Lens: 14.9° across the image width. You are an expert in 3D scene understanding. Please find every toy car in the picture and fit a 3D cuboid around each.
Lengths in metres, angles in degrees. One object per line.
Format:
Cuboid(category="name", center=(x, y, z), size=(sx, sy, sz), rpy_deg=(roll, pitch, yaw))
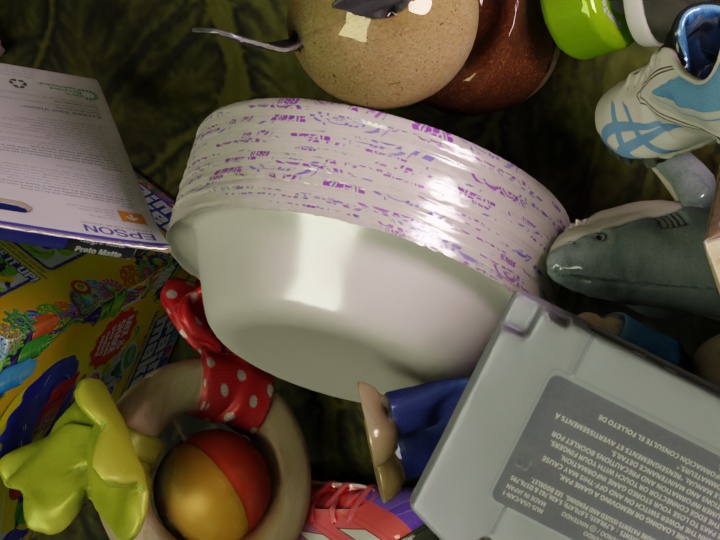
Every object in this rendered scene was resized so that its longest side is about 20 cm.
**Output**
Cuboid(category="toy car", center=(0.011, -0.142, 1.328), size=(0.164, 0.200, 0.158), rpy_deg=(-14, 94, 36))

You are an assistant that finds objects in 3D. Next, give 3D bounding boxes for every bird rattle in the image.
Cuboid(category="bird rattle", center=(-0.092, 0.095, 1.504), size=(0.112, 0.200, 0.163), rpy_deg=(-12, 111, 48))

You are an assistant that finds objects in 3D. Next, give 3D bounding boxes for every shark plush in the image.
Cuboid(category="shark plush", center=(0.192, 0.018, 1.344), size=(0.199, 0.083, 0.091), rpy_deg=(28, 115, 9))

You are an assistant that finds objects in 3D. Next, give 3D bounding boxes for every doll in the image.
Cuboid(category="doll", center=(0.101, 0.064, 1.345), size=(0.137, 0.199, 0.049), rpy_deg=(79, 178, -59))

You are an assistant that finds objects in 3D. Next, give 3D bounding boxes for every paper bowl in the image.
Cuboid(category="paper bowl", center=(0.000, 0.000, 1.388), size=(0.200, 0.201, 0.105), rpy_deg=(4, 68, 32))

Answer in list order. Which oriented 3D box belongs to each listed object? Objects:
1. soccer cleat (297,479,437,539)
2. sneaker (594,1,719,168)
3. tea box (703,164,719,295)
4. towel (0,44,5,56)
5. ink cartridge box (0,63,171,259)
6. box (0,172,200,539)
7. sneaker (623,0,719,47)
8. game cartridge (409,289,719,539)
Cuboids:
Cuboid(category="soccer cleat", center=(-0.029, 0.146, 1.559), size=(0.200, 0.068, 0.073), rpy_deg=(-23, 91, 40))
Cuboid(category="sneaker", center=(0.161, -0.091, 1.294), size=(0.073, 0.072, 0.200), rpy_deg=(66, 164, -7))
Cuboid(category="tea box", center=(0.261, -0.004, 1.185), size=(0.196, 0.200, 0.134), rpy_deg=(-18, 98, 14))
Cuboid(category="towel", center=(-0.299, -0.149, 1.537), size=(0.034, 0.200, 0.133), rpy_deg=(-29, 90, 43))
Cuboid(category="ink cartridge box", center=(-0.212, -0.055, 1.413), size=(0.200, 0.199, 0.041), rpy_deg=(-118, 42, -56))
Cuboid(category="box", center=(-0.209, 0.051, 1.559), size=(0.122, 0.192, 0.200), rpy_deg=(36, 125, 18))
Cuboid(category="sneaker", center=(0.171, -0.200, 1.290), size=(0.099, 0.071, 0.201), rpy_deg=(5, 117, 30))
Cuboid(category="game cartridge", center=(0.131, 0.111, 1.280), size=(0.199, 0.041, 0.134), rpy_deg=(27, 95, 0))
